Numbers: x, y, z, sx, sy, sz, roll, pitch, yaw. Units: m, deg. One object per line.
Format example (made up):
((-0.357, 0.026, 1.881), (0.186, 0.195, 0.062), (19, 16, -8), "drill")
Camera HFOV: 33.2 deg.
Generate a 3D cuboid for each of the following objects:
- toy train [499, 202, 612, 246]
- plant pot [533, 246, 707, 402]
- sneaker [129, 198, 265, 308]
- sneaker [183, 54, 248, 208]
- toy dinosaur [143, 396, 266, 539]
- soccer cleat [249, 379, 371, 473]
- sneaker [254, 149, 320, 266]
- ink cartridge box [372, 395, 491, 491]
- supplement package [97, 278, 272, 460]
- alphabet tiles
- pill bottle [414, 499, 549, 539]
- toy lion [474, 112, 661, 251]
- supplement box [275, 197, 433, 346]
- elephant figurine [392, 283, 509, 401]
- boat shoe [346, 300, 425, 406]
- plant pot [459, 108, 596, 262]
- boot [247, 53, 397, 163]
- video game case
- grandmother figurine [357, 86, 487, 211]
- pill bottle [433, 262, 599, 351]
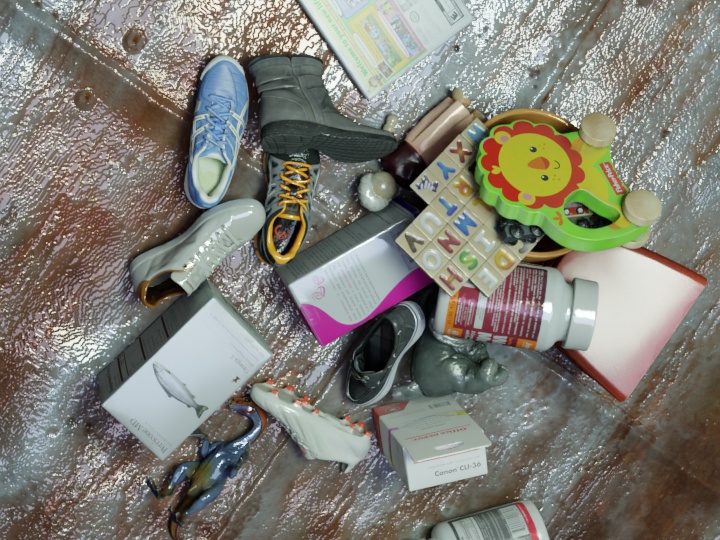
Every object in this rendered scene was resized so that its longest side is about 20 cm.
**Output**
((0.265, -0.065, 1.521), (0.199, 0.034, 0.046), (-7, 68, -20), "toy train")
((0.326, 0.034, 1.679), (0.176, 0.200, 0.200), (34, 93, -8), "plant pot")
((-0.202, -0.014, 1.557), (0.199, 0.085, 0.073), (-32, 135, 9), "sneaker")
((-0.180, -0.174, 1.546), (0.075, 0.077, 0.201), (5, 101, -14), "sneaker")
((-0.206, 0.260, 1.667), (0.181, 0.200, 0.105), (-36, 72, -26), "toy dinosaur")
((-0.075, 0.220, 1.679), (0.199, 0.069, 0.078), (29, 98, -22), "soccer cleat")
((-0.091, -0.098, 1.589), (0.078, 0.077, 0.201), (5, 100, -14), "sneaker")
((0.099, 0.239, 1.657), (0.116, 0.200, 0.068), (-11, 106, -11), "ink cartridge box")
((-0.232, 0.126, 1.586), (0.200, 0.117, 0.117), (-44, 110, 0), "supplement package")
((0.142, -0.070, 1.512), (0.167, 0.008, 0.200), (44, 71, 0), "alphabet tiles")
((0.169, 0.412, 1.766), (0.199, 0.111, 0.111), (-13, 107, -11), "pill bottle")
((0.244, -0.106, 1.491), (0.191, 0.201, 0.069), (-15, 150, -16), "toy lion")
((0.000, 0.000, 1.624), (0.199, 0.103, 0.102), (-30, 110, -7), "supplement box")
((0.128, 0.066, 1.674), (0.155, 0.141, 0.201), (-18, 102, -56), "elephant figurine")
((0.019, 0.120, 1.631), (0.066, 0.070, 0.200), (-18, 154, -42), "boat shoe")
((0.211, -0.098, 1.611), (0.199, 0.140, 0.201), (3, 76, -11), "plant pot")
((-0.045, -0.216, 1.560), (0.199, 0.070, 0.132), (6, 65, -32), "boot")
((0.025, -0.357, 1.584), (0.182, 0.022, 0.200), (-38, 110, -3), "video game case")
((0.073, -0.158, 1.626), (0.200, 0.061, 0.121), (-44, 81, -3), "grandmother figurine")
((0.199, 0.043, 1.551), (0.199, 0.110, 0.110), (10, 102, 4), "pill bottle")
